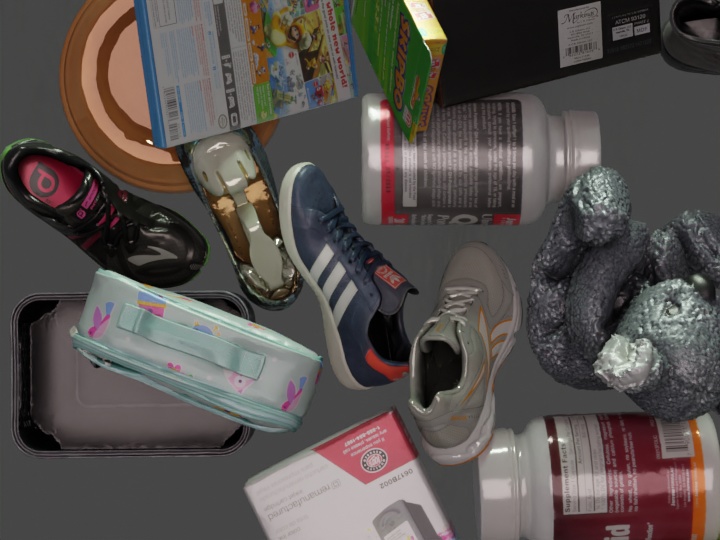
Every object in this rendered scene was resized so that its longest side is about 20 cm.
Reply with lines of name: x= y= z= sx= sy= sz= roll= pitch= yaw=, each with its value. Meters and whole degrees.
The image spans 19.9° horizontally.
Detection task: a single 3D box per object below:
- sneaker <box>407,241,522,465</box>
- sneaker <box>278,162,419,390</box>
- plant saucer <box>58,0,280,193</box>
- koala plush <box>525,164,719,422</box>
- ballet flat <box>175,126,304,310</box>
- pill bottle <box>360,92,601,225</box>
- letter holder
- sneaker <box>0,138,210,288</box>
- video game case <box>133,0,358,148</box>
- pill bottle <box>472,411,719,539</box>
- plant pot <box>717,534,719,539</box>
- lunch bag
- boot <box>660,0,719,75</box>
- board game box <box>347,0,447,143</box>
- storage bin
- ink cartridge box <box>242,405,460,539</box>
sneaker: x=0.082 y=0.053 z=1.691 sx=0.075 sy=0.092 sz=0.202 roll=-5 pitch=56 yaw=22
sneaker: x=0.000 y=0.000 z=1.713 sx=0.084 sy=0.075 sz=0.202 roll=-11 pitch=107 yaw=39
plant saucer: x=-0.162 y=-0.167 z=1.757 sx=0.198 sy=0.037 sz=0.203 roll=0 pitch=88 yaw=1
koala plush: x=0.236 y=0.053 z=1.649 sx=0.176 sy=0.200 sz=0.185 roll=19 pitch=111 yaw=-30
ballet flat: x=-0.097 y=-0.058 z=1.716 sx=0.074 sy=0.074 sz=0.201 roll=-27 pitch=104 yaw=-1
pill bottle: x=0.099 y=-0.093 z=1.718 sx=0.198 sy=0.111 sz=0.112 roll=0 pitch=89 yaw=0
letter holder: x=0.133 y=-0.230 z=1.726 sx=0.198 sy=0.142 sz=0.101 roll=-15 pitch=120 yaw=-13
sneaker: x=-0.221 y=-0.045 z=1.731 sx=0.199 sy=0.084 sz=0.077 roll=27 pitch=89 yaw=1
video game case: x=-0.092 y=-0.192 z=1.687 sx=0.199 sy=0.018 sz=0.145 roll=-18 pitch=109 yaw=-33
pill bottle: x=0.195 y=0.177 z=1.710 sx=0.198 sy=0.114 sz=0.116 roll=-3 pitch=89 yaw=0
plant pot: x=0.375 y=0.289 z=1.674 sx=0.198 sy=0.181 sz=0.201 roll=-32 pitch=88 yaw=0
lunch bag: x=-0.129 y=0.065 z=1.598 sx=0.198 sy=0.160 sz=0.078 roll=20 pitch=88 yaw=0
boot: x=0.349 y=-0.187 z=1.709 sx=0.198 sy=0.132 sz=0.071 roll=2 pitch=88 yaw=0
board game box: x=0.026 y=-0.203 z=1.677 sx=0.030 sy=0.096 sz=0.201 roll=-5 pitch=47 yaw=-17
storage bin: x=-0.188 y=0.086 z=1.724 sx=0.198 sy=0.094 sz=0.137 roll=-1 pitch=89 yaw=1
ink cartridge box: x=0.008 y=0.235 z=1.724 sx=0.147 sy=0.086 sz=0.201 roll=-27 pitch=87 yaw=-1
